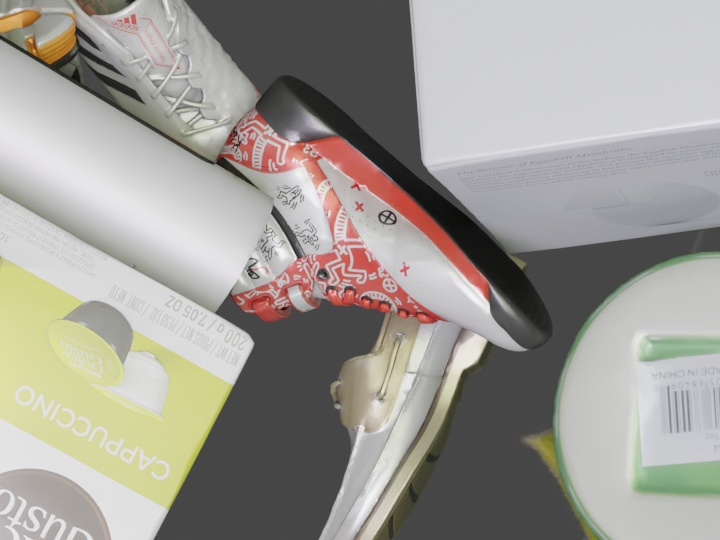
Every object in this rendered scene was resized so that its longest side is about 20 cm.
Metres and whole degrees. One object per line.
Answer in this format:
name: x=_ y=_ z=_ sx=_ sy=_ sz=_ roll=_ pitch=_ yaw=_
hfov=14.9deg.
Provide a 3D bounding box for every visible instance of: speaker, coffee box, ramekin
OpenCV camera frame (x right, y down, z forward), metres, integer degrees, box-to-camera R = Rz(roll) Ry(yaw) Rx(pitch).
speaker: x=-0.145 y=-0.051 z=1.398 sx=0.199 sy=0.081 sz=0.081 roll=30 pitch=78 yaw=-9
coffee box: x=-0.195 y=0.082 z=1.394 sx=0.199 sy=0.200 sz=0.198 roll=29 pitch=79 yaw=-7
ramekin: x=0.199 y=0.085 z=1.482 sx=0.199 sy=0.098 sz=0.201 roll=-5 pitch=78 yaw=21

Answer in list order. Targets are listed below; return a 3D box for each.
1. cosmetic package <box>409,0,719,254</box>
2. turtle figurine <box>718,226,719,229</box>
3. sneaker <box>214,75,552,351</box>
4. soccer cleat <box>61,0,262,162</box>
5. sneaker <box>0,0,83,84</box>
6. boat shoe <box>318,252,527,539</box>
cosmetic package: x=0.146 y=-0.099 z=1.450 sx=0.198 sy=0.200 sz=0.124 roll=-8 pitch=77 yaw=13
turtle figurine: x=0.223 y=-0.077 z=1.570 sx=0.200 sy=0.064 sz=0.162 roll=-31 pitch=90 yaw=-14
sneaker: x=0.000 y=-0.001 z=1.471 sx=0.201 sy=0.067 sz=0.108 roll=42 pitch=106 yaw=5
soccer cleat: x=-0.113 y=-0.118 z=1.494 sx=0.069 sy=0.085 sz=0.200 roll=-42 pitch=93 yaw=-13
sneaker: x=-0.239 y=-0.081 z=1.471 sx=0.199 sy=0.077 sz=0.078 roll=-16 pitch=43 yaw=2
boat shoe: x=0.019 y=0.071 z=1.512 sx=0.068 sy=0.075 sz=0.201 roll=26 pitch=79 yaw=9
